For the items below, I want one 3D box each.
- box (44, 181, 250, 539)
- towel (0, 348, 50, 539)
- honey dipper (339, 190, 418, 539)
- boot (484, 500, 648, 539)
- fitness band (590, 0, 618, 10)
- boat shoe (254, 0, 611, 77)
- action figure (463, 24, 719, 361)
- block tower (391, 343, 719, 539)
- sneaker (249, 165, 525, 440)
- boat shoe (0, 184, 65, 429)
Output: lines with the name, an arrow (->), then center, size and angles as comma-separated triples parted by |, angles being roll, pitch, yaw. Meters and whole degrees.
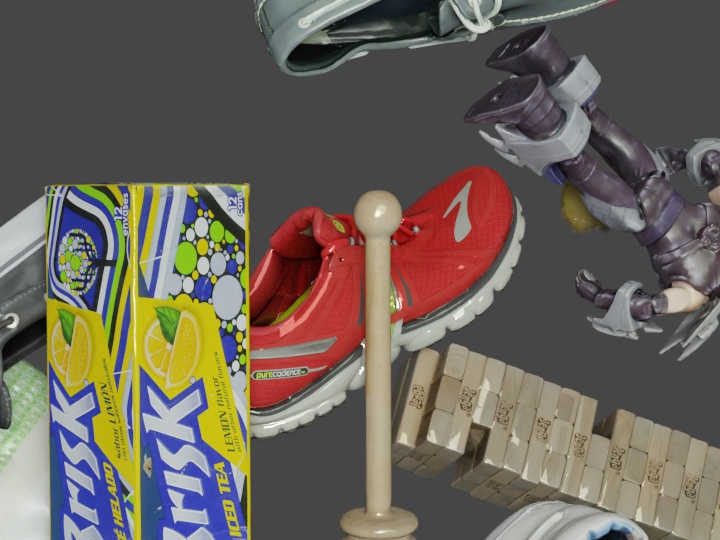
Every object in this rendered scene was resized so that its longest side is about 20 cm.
box -> -0.093, 0.061, 0.870 | 0.070, 0.064, 0.200 | -3, 93, -46
towel -> -0.212, 0.089, 0.894 | 0.200, 0.031, 0.149 | 34, 62, -1
honey dipper -> 0.010, 0.062, 0.913 | 0.038, 0.038, 0.200 | -2, 101, -18
boot -> 0.052, 0.185, 0.886 | 0.074, 0.096, 0.200 | 39, 75, -7
fitness band -> 0.137, -0.225, 1.089 | 0.200, 0.037, 0.144 | -28, 100, -23
boat shoe -> 0.046, -0.135, 1.013 | 0.200, 0.073, 0.062 | -6, 52, -3
action figure -> 0.144, -0.039, 1.028 | 0.200, 0.069, 0.130 | 43, 54, -16
block tower -> 0.112, 0.099, 0.975 | 0.200, 0.054, 0.058 | 20, 66, -9
sneaker -> 0.000, 0.000, 0.946 | 0.200, 0.077, 0.085 | -38, 122, -26
boat shoe -> -0.175, 0.043, 0.875 | 0.066, 0.070, 0.200 | 43, 55, 6
